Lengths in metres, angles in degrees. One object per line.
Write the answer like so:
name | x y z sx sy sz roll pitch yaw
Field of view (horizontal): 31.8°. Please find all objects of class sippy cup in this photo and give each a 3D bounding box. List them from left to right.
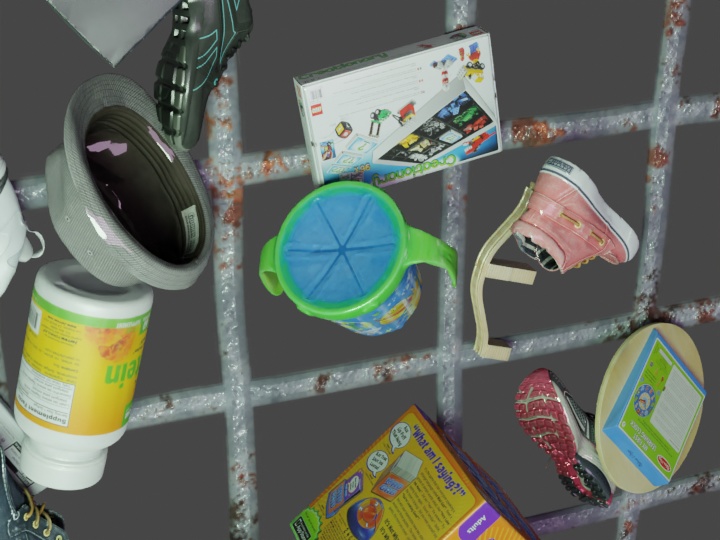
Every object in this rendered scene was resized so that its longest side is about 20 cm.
sippy cup | 0.000 0.000 1.243 0.140 0.177 0.130 -53 152 -5

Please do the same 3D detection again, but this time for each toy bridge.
toy bridge | 0.157 -0.001 1.371 0.066 0.027 0.202 8 108 -24

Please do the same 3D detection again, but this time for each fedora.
fedora | -0.221 -0.066 1.142 0.090 0.177 0.201 -24 107 28

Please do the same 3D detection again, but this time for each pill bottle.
pill bottle | -0.268 0.101 1.203 0.110 0.111 0.202 6 111 -23

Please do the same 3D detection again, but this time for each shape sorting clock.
shape sorting clock | 0.338 0.160 1.480 0.198 0.039 0.203 -6 98 -43

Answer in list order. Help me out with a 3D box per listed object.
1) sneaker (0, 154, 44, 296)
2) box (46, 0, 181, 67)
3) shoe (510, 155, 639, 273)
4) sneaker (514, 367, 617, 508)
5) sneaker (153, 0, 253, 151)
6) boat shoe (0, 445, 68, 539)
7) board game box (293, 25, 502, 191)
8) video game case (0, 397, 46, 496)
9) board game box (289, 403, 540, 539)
sneaker | -0.382 -0.012 1.128 0.199 0.075 0.116 -33 118 -9
box | -0.190 -0.261 1.019 0.141 0.200 0.079 -41 121 2
shoe | 0.223 -0.034 1.328 0.092 0.071 0.200 -57 141 -5
sneaker | 0.245 0.185 1.469 0.075 0.080 0.201 -51 125 -27
sneaker | -0.134 -0.205 1.133 0.078 0.075 0.203 2 105 -31
boat shoe | -0.334 0.243 1.246 0.090 0.071 0.203 -7 123 -20
board game box | 0.040 -0.154 1.252 0.198 0.035 0.128 -17 119 -13
video game case | -0.422 0.182 1.232 0.181 0.022 0.201 -34 121 -4
board game box | 0.079 0.316 1.383 0.200 0.200 0.200 -43 120 2
